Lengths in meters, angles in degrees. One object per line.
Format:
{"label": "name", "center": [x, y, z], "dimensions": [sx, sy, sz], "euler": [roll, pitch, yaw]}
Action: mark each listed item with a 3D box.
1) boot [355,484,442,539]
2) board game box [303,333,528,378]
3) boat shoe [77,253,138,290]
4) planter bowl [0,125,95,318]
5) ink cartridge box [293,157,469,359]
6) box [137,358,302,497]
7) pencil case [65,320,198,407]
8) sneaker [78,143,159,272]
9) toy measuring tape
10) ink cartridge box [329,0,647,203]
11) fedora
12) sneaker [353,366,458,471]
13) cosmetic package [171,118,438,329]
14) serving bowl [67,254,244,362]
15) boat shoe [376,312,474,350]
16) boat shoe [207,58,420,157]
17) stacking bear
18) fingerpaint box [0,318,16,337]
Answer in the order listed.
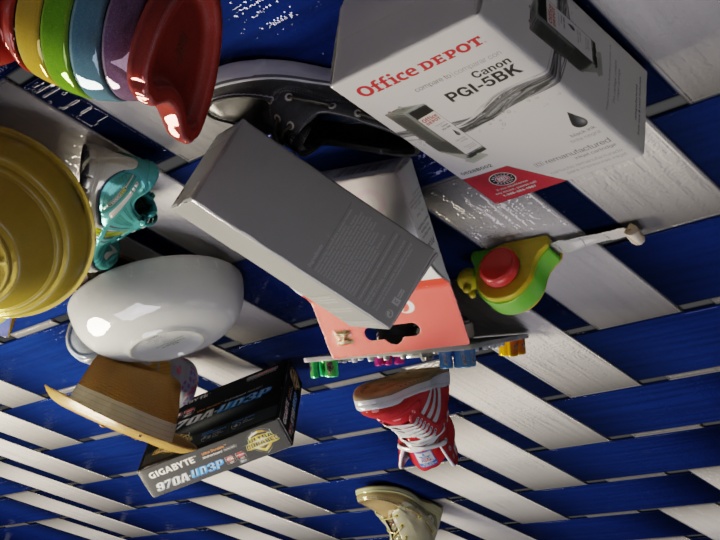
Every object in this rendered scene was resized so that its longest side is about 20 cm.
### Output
{"label": "boot", "center": [0.065, 0.470, 1.952], "dimensions": [0.072, 0.155, 0.200], "euler": [-19, 143, 42]}
{"label": "board game box", "center": [0.069, 0.097, 1.267], "dimensions": [0.200, 0.026, 0.200], "euler": [-7, 178, 27]}
{"label": "boat shoe", "center": [-0.311, -0.010, 1.216], "dimensions": [0.072, 0.072, 0.200], "euler": [-21, 145, 39]}
{"label": "planter bowl", "center": [-0.350, -0.026, 1.009], "dimensions": [0.200, 0.083, 0.201], "euler": [1, 116, 3]}
{"label": "ink cartridge box", "center": [0.000, 0.000, 1.058], "dimensions": [0.162, 0.057, 0.200], "euler": [-8, 108, 29]}
{"label": "box", "center": [-0.177, 0.202, 1.432], "dimensions": [0.200, 0.159, 0.046], "euler": [-22, 110, 11]}
{"label": "pencil case", "center": [-0.293, 0.114, 1.437], "dimensions": [0.091, 0.083, 0.200], "euler": [13, 159, 34]}
{"label": "sneaker", "center": [-0.244, -0.053, 1.110], "dimensions": [0.080, 0.078, 0.200], "euler": [5, 154, -14]}
{"label": "toy measuring tape", "center": [0.184, 0.003, 1.101], "dimensions": [0.200, 0.074, 0.074], "euler": [-11, 148, 33]}
{"label": "ink cartridge box", "center": [0.097, -0.143, 0.823], "dimensions": [0.147, 0.083, 0.200], "euler": [-18, 144, 42]}
{"label": "fedora", "center": [-0.273, 0.150, 1.320], "dimensions": [0.200, 0.082, 0.201], "euler": [23, 172, 4]}
{"label": "sneaker", "center": [0.053, 0.166, 1.175], "dimensions": [0.071, 0.113, 0.200], "euler": [-6, 179, 24]}
{"label": "cosmetic package", "center": [-0.050, -0.035, 0.933], "dimensions": [0.200, 0.090, 0.107], "euler": [37, 168, -17]}
{"label": "serving bowl", "center": [-0.224, 0.056, 1.248], "dimensions": [0.200, 0.066, 0.200], "euler": [-13, 156, -6]}
{"label": "boat shoe", "center": [0.071, 0.034, 1.205], "dimensions": [0.075, 0.093, 0.200], "euler": [-8, 178, 20]}
{"label": "boat shoe", "center": [-0.040, -0.124, 0.916], "dimensions": [0.200, 0.066, 0.070], "euler": [7, 153, 2]}
{"label": "stacking bear", "center": [-0.213, -0.179, 0.814], "dimensions": [0.200, 0.114, 0.121], "euler": [13, 169, 13]}
{"label": "fingerpaint box", "center": [-0.427, -0.040, 1.097], "dimensions": [0.200, 0.073, 0.167], "euler": [13, 116, -11]}
